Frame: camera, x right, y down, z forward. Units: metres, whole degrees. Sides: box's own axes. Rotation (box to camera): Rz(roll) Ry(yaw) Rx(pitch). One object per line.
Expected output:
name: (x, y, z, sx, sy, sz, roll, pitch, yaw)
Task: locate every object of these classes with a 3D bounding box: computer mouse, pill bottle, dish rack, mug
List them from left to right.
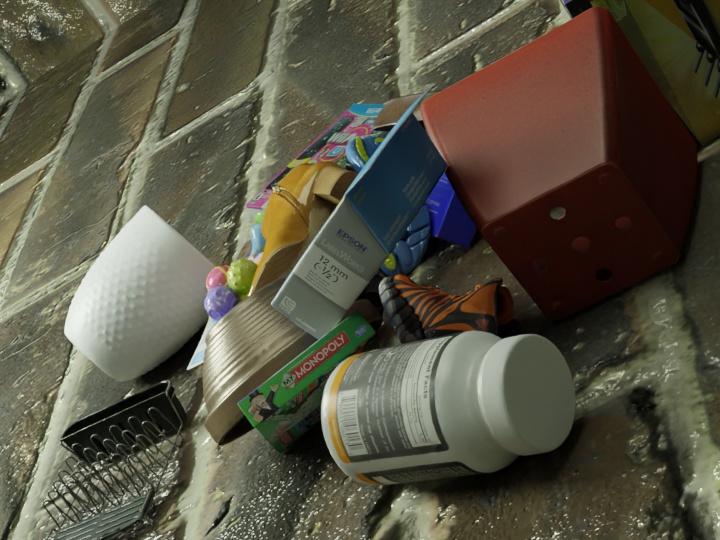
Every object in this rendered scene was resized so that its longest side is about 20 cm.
dish rack: (-0.264, 0.213, 1.773, 0.153, 0.055, 0.200, -26, 24, 25)
mug: (-0.255, 0.040, 2.016, 0.175, 0.148, 0.200, -49, -7, -4)
computer mouse: (0.000, 0.000, 1.674, 0.058, 0.200, 0.034, -8, 51, -16)
pill bottle: (0.072, 0.113, 1.404, 0.199, 0.117, 0.117, -13, 31, 43)

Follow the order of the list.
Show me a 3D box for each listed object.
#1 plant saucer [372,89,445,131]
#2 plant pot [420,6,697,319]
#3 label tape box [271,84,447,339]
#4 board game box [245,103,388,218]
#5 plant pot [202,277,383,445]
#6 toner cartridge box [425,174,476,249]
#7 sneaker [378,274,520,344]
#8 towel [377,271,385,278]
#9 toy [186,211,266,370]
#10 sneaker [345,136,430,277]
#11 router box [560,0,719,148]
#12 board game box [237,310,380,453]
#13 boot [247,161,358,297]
plant saucer: (0.111, -0.182, 1.896, 0.199, 0.035, 0.200, -5, 2, 0)
plant pot: (0.190, -0.077, 1.536, 0.199, 0.200, 0.177, -27, 36, 20)
label tape box: (0.013, -0.049, 1.480, 0.200, 0.066, 0.143, -51, 3, 44)
board game box: (-0.027, -0.118, 2.076, 0.200, 0.064, 0.147, -43, 23, -19)
plant pot: (-0.082, 0.072, 1.627, 0.200, 0.093, 0.201, -36, -8, -6)
toner cartridge box: (0.077, -0.091, 1.843, 0.095, 0.043, 0.200, -67, 24, 3)
sneaker: (0.088, 0.044, 1.593, 0.112, 0.078, 0.200, -27, 28, 0)
towel: (-0.044, 0.011, 1.886, 0.200, 0.032, 0.191, -40, 22, -12)
toy: (-0.137, 0.008, 1.883, 0.115, 0.047, 0.200, -28, 27, 41)
sneaker: (0.028, -0.060, 1.809, 0.070, 0.083, 0.200, -8, 43, -11)
router box: (0.305, -0.223, 1.620, 0.157, 0.200, 0.052, -33, 21, 9)
board game box: (-0.040, 0.106, 1.557, 0.134, 0.029, 0.200, -37, -12, -5)
boot: (-0.077, -0.028, 1.808, 0.202, 0.071, 0.144, -58, 23, -11)
